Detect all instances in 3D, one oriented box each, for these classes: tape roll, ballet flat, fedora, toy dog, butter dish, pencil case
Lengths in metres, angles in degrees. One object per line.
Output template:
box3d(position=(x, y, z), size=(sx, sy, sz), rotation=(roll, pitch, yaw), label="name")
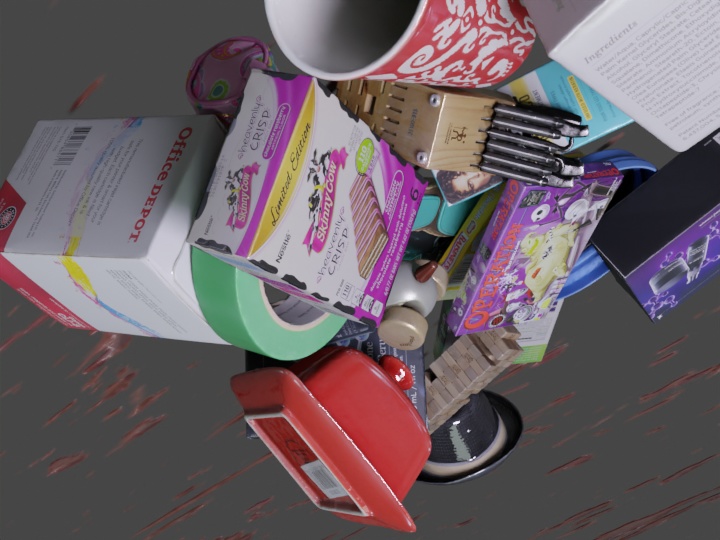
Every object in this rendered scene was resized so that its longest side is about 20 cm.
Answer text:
box3d(position=(-0.057, -0.026, 0.790), size=(0.048, 0.201, 0.200), rotation=(13, 154, 31), label="tape roll")
box3d(position=(0.063, -0.072, 0.947), size=(0.200, 0.065, 0.071), rotation=(-1, 119, -53), label="ballet flat")
box3d(position=(0.114, 0.188, 1.229), size=(0.200, 0.201, 0.092), rotation=(-16, 116, 8), label="fedora")
box3d(position=(0.000, 0.000, 0.929), size=(0.200, 0.132, 0.096), rotation=(6, 141, -12), label="toy dog")
box3d(position=(-0.007, 0.142, 0.929), size=(0.148, 0.199, 0.200), rotation=(-41, -173, -25), label="butter dish")
box3d(position=(-0.080, -0.114, 0.846), size=(0.087, 0.087, 0.200), rotation=(-18, 140, 10), label="pencil case")

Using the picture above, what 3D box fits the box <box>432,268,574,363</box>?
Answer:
box3d(position=(0.173, 0.054, 1.168), size=(0.144, 0.036, 0.200), rotation=(-4, 141, -8), label="box")

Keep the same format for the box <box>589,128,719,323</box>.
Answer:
box3d(position=(0.353, -0.052, 0.987), size=(0.200, 0.079, 0.141), rotation=(-40, 146, 9), label="box")

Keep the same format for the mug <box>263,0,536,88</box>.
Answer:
box3d(position=(0.048, -0.217, 0.683), size=(0.200, 0.133, 0.178), rotation=(-6, 112, -56), label="mug")

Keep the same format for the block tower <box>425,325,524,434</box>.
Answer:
box3d(position=(0.107, 0.135, 1.129), size=(0.200, 0.054, 0.058), rotation=(-46, 154, 16), label="block tower")

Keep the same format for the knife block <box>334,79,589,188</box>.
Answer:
box3d(position=(0.095, -0.128, 0.821), size=(0.175, 0.200, 0.064), rotation=(-1, 112, -41), label="knife block")

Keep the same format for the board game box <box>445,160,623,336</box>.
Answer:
box3d(position=(0.167, -0.019, 0.921), size=(0.120, 0.032, 0.200), rotation=(-6, 137, -24), label="board game box")

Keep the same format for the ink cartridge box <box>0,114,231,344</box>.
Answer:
box3d(position=(-0.195, -0.035, 0.815), size=(0.200, 0.145, 0.145), rotation=(4, 150, 29), label="ink cartridge box")

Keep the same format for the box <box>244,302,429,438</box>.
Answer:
box3d(position=(-0.030, 0.114, 1.067), size=(0.200, 0.149, 0.107), rotation=(-2, 170, -4), label="box")

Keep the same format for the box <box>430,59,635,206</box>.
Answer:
box3d(position=(0.156, -0.137, 0.867), size=(0.200, 0.082, 0.049), rotation=(-25, -179, 15), label="box")

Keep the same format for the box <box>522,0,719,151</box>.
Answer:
box3d(position=(0.230, -0.238, 0.670), size=(0.171, 0.199, 0.200), rotation=(25, 130, -37), label="box")

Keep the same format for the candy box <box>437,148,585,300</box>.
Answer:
box3d(position=(0.149, -0.048, 0.987), size=(0.102, 0.026, 0.200), rotation=(-6, 138, -44), label="candy box")

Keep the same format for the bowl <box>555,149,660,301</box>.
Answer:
box3d(position=(0.232, -0.046, 1.001), size=(0.201, 0.039, 0.201), rotation=(-23, 145, -17), label="bowl")

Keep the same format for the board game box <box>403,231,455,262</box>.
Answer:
box3d(position=(0.012, -0.024, 1.033), size=(0.200, 0.028, 0.135), rotation=(12, 138, -27), label="board game box")

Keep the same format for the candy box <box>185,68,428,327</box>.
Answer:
box3d(position=(-0.030, -0.047, 0.719), size=(0.061, 0.136, 0.200), rotation=(14, 171, 32), label="candy box")
